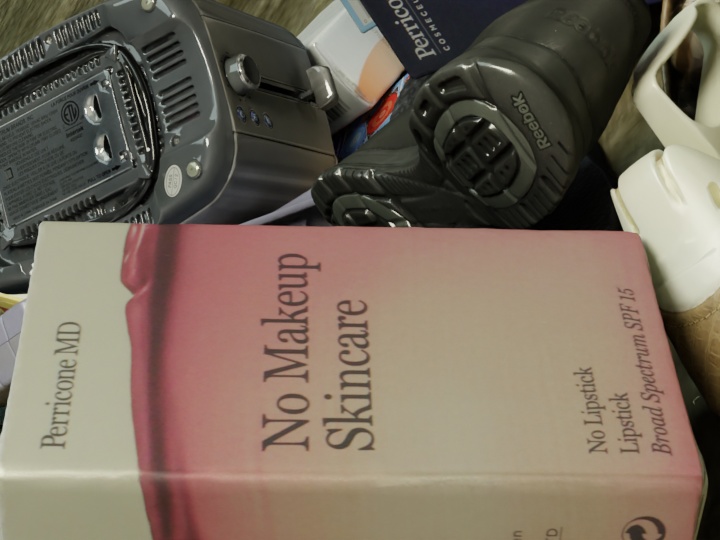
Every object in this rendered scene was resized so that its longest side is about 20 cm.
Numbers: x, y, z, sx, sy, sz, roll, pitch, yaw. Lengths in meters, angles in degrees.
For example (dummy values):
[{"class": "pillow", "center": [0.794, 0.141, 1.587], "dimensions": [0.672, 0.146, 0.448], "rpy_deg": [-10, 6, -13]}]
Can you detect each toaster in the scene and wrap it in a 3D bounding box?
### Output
[{"class": "toaster", "center": [-0.106, -0.053, 0.930], "dimensions": [0.199, 0.129, 0.114], "rpy_deg": [-24, 75, 30]}]

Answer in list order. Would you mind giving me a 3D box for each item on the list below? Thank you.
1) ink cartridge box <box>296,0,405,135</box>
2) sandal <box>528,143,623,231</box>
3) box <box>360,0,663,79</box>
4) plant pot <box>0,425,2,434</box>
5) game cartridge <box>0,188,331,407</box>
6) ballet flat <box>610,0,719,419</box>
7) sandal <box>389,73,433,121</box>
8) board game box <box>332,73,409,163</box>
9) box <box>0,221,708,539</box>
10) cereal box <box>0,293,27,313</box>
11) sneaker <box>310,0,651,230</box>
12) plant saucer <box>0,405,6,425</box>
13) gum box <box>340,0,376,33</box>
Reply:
[{"class": "ink cartridge box", "center": [0.009, -0.134, 1.062], "dimensions": [0.200, 0.050, 0.162], "rpy_deg": [-46, 8, -32]}, {"class": "sandal", "center": [0.082, -0.009, 0.765], "dimensions": [0.076, 0.043, 0.200], "rpy_deg": [-41, 17, 21]}, {"class": "box", "center": [0.076, -0.184, 0.772], "dimensions": [0.199, 0.148, 0.105], "rpy_deg": [-16, 38, 31]}, {"class": "plant pot", "center": [-0.115, 0.155, 0.801], "dimensions": [0.199, 0.187, 0.188], "rpy_deg": [-5, 55, 48]}, {"class": "game cartridge", "center": [-0.087, 0.011, 0.838], "dimensions": [0.199, 0.039, 0.129], "rpy_deg": [-22, 0, -40]}, {"class": "ballet flat", "center": [0.121, -0.036, 0.664], "dimensions": [0.068, 0.072, 0.201], "rpy_deg": [-35, 32, 41]}, {"class": "sandal", "center": [0.090, -0.113, 0.862], "dimensions": [0.200, 0.045, 0.075], "rpy_deg": [-46, 25, -23]}, {"class": "board game box", "center": [0.000, 0.000, 0.917], "dimensions": [0.135, 0.034, 0.201], "rpy_deg": [-39, 28, 38]}, {"class": "box", "center": [-0.006, 0.063, 0.606], "dimensions": [0.128, 0.198, 0.110], "rpy_deg": [-94, 6, -55]}, {"class": "cereal box", "center": [-0.119, -0.037, 1.085], "dimensions": [0.039, 0.144, 0.201], "rpy_deg": [13, 68, 29]}, {"class": "sneaker", "center": [0.049, -0.046, 0.723], "dimensions": [0.091, 0.076, 0.200], "rpy_deg": [-46, 6, -26]}, {"class": "plant saucer", "center": [-0.153, 0.058, 0.954], "dimensions": [0.200, 0.199, 0.028], "rpy_deg": [3, 85, 65]}, {"class": "gum box", "center": [0.057, -0.211, 0.973], "dimensions": [0.169, 0.045, 0.200], "rpy_deg": [-30, 26, 12]}]
